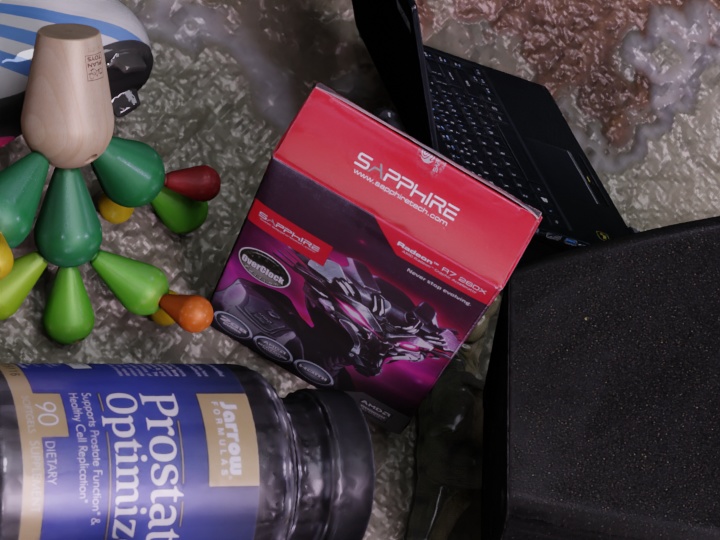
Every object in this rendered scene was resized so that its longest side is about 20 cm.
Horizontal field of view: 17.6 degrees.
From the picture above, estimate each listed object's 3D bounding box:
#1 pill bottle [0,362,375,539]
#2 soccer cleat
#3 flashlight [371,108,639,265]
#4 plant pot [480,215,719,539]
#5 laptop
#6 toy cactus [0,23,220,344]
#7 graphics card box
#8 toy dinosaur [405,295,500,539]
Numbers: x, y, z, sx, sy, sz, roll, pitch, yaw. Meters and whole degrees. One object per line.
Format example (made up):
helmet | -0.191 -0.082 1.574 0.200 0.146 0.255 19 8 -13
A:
pill bottle | -0.100 0.100 1.130 0.199 0.112 0.112 1 72 -25
soccer cleat | -0.203 -0.097 1.185 0.200 0.070 0.086 -20 61 -29
flashlight | 0.084 -0.025 1.295 0.200 0.068 0.068 21 54 -23
plant pot | 0.151 0.093 1.148 0.177 0.200 0.201 3 61 -1
laptop | 0.065 -0.113 1.235 0.199 0.103 0.177 16 30 -27
toy cactus | -0.141 -0.035 1.144 0.200 0.102 0.166 -15 118 -38
graphics card box | 0.000 0.000 1.152 0.125 0.200 0.051 30 63 0
toy dinosaur | 0.064 0.107 1.247 0.088 0.047 0.201 16 66 -4
